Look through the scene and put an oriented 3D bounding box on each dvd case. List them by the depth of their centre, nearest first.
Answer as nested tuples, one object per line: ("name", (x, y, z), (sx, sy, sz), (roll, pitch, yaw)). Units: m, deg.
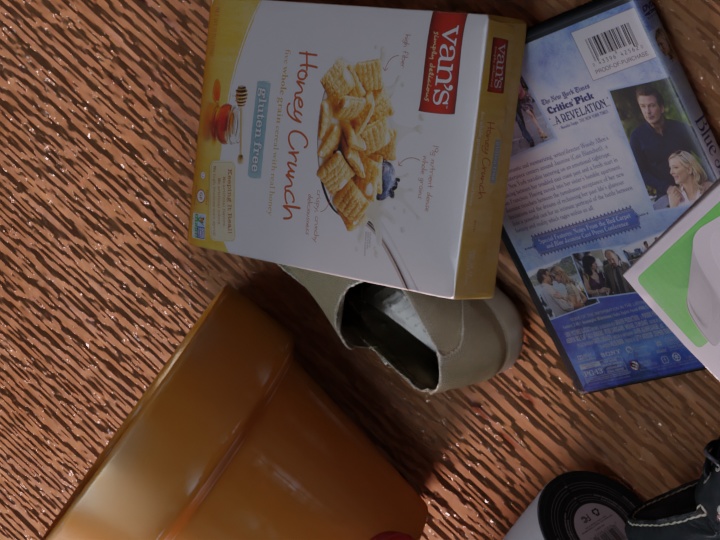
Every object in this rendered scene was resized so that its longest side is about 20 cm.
("dvd case", (0.128, -0.035, 0.885), (0.142, 0.018, 0.201), (-17, 105, 45))

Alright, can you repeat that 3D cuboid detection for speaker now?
("speaker", (0.098, 0.205, 1.014), (0.081, 0.081, 0.200), (42, 135, 12))

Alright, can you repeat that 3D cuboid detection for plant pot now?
("plant pot", (-0.067, 0.143, 1.048), (0.183, 0.200, 0.200), (36, 135, -5))

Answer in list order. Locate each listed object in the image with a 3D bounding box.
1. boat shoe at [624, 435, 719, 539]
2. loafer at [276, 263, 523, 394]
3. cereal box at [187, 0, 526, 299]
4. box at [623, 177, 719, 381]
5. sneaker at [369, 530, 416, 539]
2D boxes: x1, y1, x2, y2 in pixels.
("boat shoe", (0.209, 0.097, 0.860), (0.199, 0.074, 0.066), (-22, 99, 44))
("loafer", (0.000, 0.000, 0.977), (0.200, 0.068, 0.076), (33, 132, 20))
("cereal box", (-0.007, -0.070, 0.915), (0.200, 0.039, 0.145), (10, 97, 41))
("box", (0.229, -0.053, 0.679), (0.097, 0.176, 0.200), (47, 136, 6))
("sneaker", (0.072, 0.234, 0.937), (0.115, 0.078, 0.201), (-15, 100, 49))
